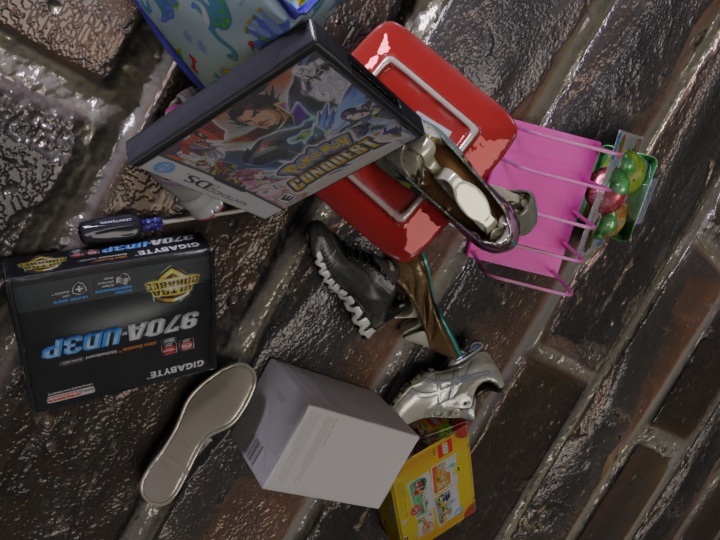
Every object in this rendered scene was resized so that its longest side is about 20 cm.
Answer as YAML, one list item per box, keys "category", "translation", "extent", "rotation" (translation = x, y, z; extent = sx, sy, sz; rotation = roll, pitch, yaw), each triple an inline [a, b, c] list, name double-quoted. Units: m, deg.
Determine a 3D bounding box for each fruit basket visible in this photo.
- category: "fruit basket"
  translation: [0.375, -0.110, 0.961]
  extent: [0.200, 0.093, 0.187]
  rotation: [-18, 126, -63]

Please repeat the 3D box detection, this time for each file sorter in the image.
- category: "file sorter"
  translation: [0.244, -0.084, 0.873]
  extent: [0.137, 0.126, 0.202]
  rotation: [13, 106, -5]

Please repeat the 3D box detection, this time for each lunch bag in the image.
- category: "lunch bag"
  translation: [-0.115, -0.263, 0.528]
  extent: [0.200, 0.170, 0.128]
  rotation: [47, 56, -10]

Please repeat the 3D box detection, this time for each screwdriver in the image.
- category: "screwdriver"
  translation: [-0.194, -0.053, 0.694]
  extent: [0.198, 0.029, 0.028]
  rotation: [-9, 116, -24]

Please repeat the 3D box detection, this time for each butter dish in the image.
- category: "butter dish"
  translation: [0.042, -0.136, 0.748]
  extent: [0.199, 0.148, 0.200]
  rotation: [40, 90, 5]

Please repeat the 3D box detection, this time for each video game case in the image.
- category: "video game case"
  translation: [-0.068, -0.116, 0.573]
  extent: [0.199, 0.026, 0.180]
  rotation: [-23, 157, 25]

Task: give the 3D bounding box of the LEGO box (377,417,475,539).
- category: "LEGO box"
  translation: [0.097, 0.327, 1.029]
  extent: [0.148, 0.077, 0.202]
  rotation: [-23, 122, -22]

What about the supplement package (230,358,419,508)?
- category: "supplement package"
  translation: [-0.045, 0.218, 0.860]
  extent: [0.199, 0.121, 0.121]
  rotation: [25, 96, -37]

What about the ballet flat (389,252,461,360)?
- category: "ballet flat"
  translation: [0.081, 0.056, 0.909]
  extent: [0.072, 0.068, 0.201]
  rotation: [-23, 124, 2]

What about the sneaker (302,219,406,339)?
- category: "sneaker"
  translation: [0.000, 0.000, 0.812]
  extent: [0.090, 0.067, 0.201]
  rotation: [-27, 130, 6]

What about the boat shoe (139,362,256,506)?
- category: "boat shoe"
  translation: [-0.199, 0.194, 0.801]
  extent: [0.067, 0.057, 0.201]
  rotation: [37, 85, -3]

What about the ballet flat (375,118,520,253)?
- category: "ballet flat"
  translation: [0.080, -0.093, 0.635]
  extent: [0.200, 0.071, 0.069]
  rotation: [44, 93, 5]

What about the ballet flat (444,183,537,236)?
- category: "ballet flat"
  translation: [0.117, -0.083, 0.799]
  extent: [0.064, 0.198, 0.068]
  rotation: [76, 24, -52]

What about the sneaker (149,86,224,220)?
- category: "sneaker"
  translation: [-0.143, -0.152, 0.651]
  extent: [0.088, 0.081, 0.201]
  rotation: [29, 94, -40]

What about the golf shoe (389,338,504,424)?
- category: "golf shoe"
  translation: [0.124, 0.189, 0.961]
  extent: [0.199, 0.097, 0.079]
  rotation: [-34, 155, -13]

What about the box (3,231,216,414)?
- category: "box"
  translation: [-0.255, 0.052, 0.688]
  extent: [0.198, 0.046, 0.161]
  rotation: [-10, 122, -28]
